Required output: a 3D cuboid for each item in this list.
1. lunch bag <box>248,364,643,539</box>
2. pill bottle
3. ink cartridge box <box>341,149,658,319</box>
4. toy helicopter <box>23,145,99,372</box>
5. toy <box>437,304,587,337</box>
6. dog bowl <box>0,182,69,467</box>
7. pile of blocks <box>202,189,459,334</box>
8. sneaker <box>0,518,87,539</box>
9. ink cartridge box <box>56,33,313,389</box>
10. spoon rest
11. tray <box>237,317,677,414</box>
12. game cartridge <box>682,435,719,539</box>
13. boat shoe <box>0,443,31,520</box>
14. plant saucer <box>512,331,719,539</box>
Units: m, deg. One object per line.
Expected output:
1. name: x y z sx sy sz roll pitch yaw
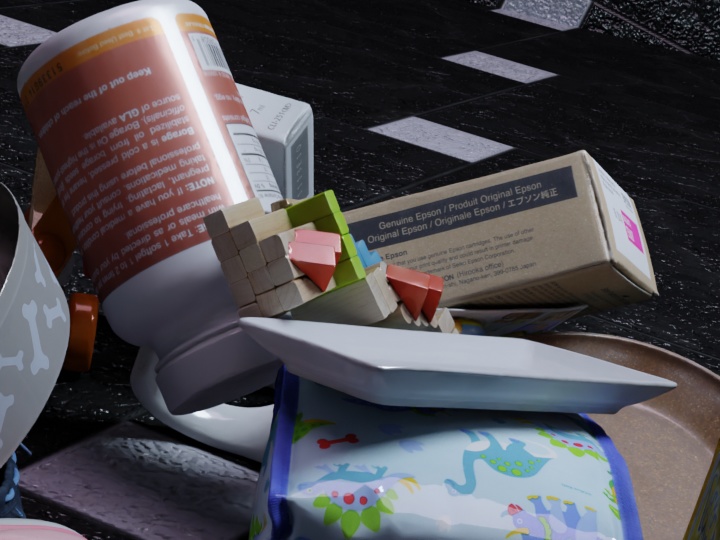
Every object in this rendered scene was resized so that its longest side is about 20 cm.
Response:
1. lunch bag: 0.034 0.113 0.891 0.168 0.129 0.200 10 26 -4
2. pill bottle: -0.098 -0.032 0.994 0.111 0.202 0.112 -22 -10 -4
3. ink cartridge box: 0.092 -0.008 1.202 0.163 0.076 0.200 -15 -11 14
4. toy helicopter: -0.182 -0.031 1.073 0.078 0.202 0.132 8 2 -8
5. toy: 0.047 0.061 1.162 0.199 0.048 0.115 -4 -21 -48
6. dog bowl: -0.217 0.049 0.852 0.059 0.200 0.200 51 -7 -33
7. pile of blocks: 0.000 0.000 0.953 0.062 0.083 0.200 -21 -23 22
8. sneaker: -0.167 0.142 0.741 0.199 0.076 0.104 3 13 -41
9. ink cartridge box: -0.112 -0.033 1.141 0.172 0.201 0.044 17 44 18
10. spoon rest: -0.027 0.080 1.048 0.198 0.061 0.100 12 50 7
11. tray: 0.047 0.047 0.885 0.199 0.022 0.107 6 7 -41
12. game cartridge: 0.155 0.127 0.802 0.032 0.202 0.176 16 17 7
13. boat shoe: -0.187 0.092 0.902 0.083 0.069 0.200 4 18 -27
14. plant saucer: 0.141 0.106 1.083 0.198 0.037 0.201 6 33 -4
